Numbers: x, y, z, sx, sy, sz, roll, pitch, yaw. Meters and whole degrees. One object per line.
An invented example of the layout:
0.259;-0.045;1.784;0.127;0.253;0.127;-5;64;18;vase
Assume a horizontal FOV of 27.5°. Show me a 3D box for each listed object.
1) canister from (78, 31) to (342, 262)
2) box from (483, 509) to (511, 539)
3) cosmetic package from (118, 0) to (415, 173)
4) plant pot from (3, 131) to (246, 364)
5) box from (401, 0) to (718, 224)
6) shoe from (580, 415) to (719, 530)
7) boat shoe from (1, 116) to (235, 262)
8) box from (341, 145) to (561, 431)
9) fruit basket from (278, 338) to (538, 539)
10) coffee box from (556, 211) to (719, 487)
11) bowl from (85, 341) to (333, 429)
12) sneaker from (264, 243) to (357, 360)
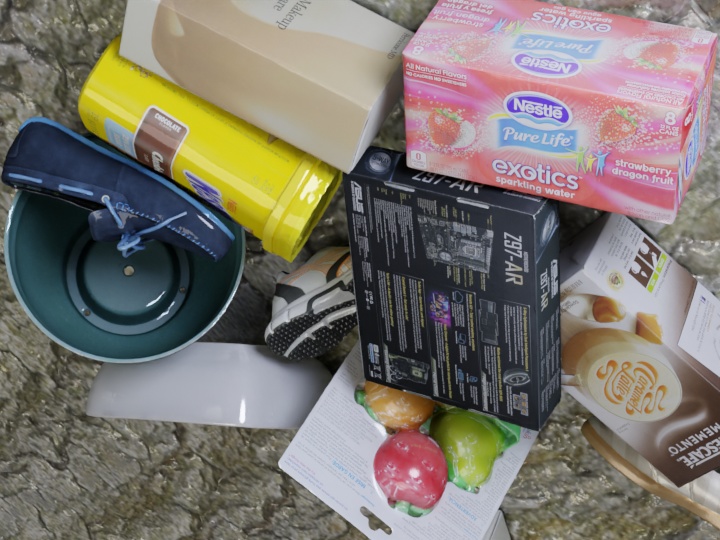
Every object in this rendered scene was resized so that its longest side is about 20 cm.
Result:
-0.118;-0.098;1.173;0.199;0.087;0.149;32;172;1;canister
0.112;0.330;1.479;0.094;0.078;0.201;5;131;28;box
-0.067;-0.167;1.096;0.199;0.105;0.071;26;138;5;cosmetic package
-0.203;-0.009;1.285;0.200;0.201;0.134;32;165;0;plant pot
0.137;-0.118;1.023;0.199;0.095;0.103;15;135;19;box
0.280;0.176;1.254;0.199;0.070;0.054;33;96;5;shoe
-0.197;-0.049;1.193;0.199;0.069;0.084;26;164;14;boat shoe
0.071;0.015;1.120;0.159;0.044;0.201;14;129;28;box
0.047;0.146;1.254;0.185;0.200;0.094;38;153;-7;fruit basket
0.225;0.063;1.152;0.200;0.080;0.114;40;139;-8;coffee box
-0.131;0.104;1.359;0.199;0.200;0.075;0;87;29;bowl
0.000;0.000;1.240;0.199;0.080;0.074;-25;135;24;sneaker
